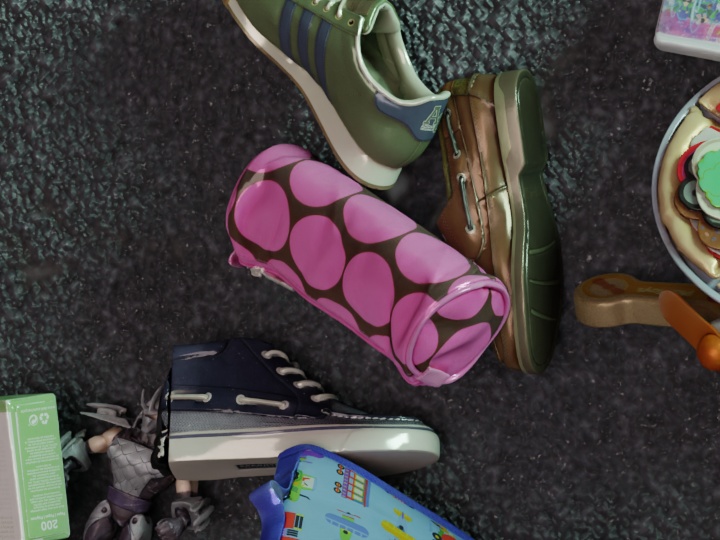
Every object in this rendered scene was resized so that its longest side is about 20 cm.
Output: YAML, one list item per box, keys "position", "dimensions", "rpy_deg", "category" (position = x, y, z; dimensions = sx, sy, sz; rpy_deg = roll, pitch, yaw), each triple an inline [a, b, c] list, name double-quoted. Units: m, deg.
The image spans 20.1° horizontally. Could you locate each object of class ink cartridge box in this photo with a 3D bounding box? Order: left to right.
- position: [-0.267, 0.193, 1.459]
  dimensions: [0.145, 0.048, 0.201]
  rpy_deg: [-8, 88, 47]
  category: "ink cartridge box"

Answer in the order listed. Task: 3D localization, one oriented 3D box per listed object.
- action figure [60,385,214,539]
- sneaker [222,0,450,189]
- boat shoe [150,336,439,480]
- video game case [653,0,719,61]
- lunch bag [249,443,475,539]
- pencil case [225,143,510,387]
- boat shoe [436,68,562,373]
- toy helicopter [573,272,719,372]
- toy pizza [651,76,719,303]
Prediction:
- position: [-0.170, 0.178, 1.451]
  dimensions: [0.130, 0.069, 0.201]
  rpy_deg: [22, 97, 28]
  category: "action figure"
- position: [-0.012, -0.158, 1.352]
  dimensions: [0.090, 0.067, 0.201]
  rpy_deg: [-44, 76, 36]
  category: "sneaker"
- position: [-0.045, 0.091, 1.399]
  dimensions: [0.199, 0.075, 0.093]
  rpy_deg: [-1, 69, 2]
  category: "boat shoe"
- position: [0.298, -0.208, 1.257]
  dimensions: [0.199, 0.024, 0.183]
  rpy_deg: [13, 86, 18]
  category: "video game case"
- position: [0.007, 0.203, 1.304]
  dimensions: [0.094, 0.151, 0.200]
  rpy_deg: [-38, 109, 25]
  category: "lunch bag"
- position: [0.000, 0.000, 1.332]
  dimensions: [0.200, 0.091, 0.094]
  rpy_deg: [34, 89, 36]
  category: "pencil case"
- position: [0.089, -0.030, 1.346]
  dimensions: [0.068, 0.072, 0.201]
  rpy_deg: [-6, 84, 24]
  category: "boat shoe"
- position: [0.222, 0.029, 1.273]
  dimensions: [0.199, 0.132, 0.079]
  rpy_deg: [3, 120, 32]
  category: "toy helicopter"
- position: [0.277, -0.056, 1.238]
  dimensions: [0.199, 0.032, 0.201]
  rpy_deg: [-5, 60, 9]
  category: "toy pizza"
